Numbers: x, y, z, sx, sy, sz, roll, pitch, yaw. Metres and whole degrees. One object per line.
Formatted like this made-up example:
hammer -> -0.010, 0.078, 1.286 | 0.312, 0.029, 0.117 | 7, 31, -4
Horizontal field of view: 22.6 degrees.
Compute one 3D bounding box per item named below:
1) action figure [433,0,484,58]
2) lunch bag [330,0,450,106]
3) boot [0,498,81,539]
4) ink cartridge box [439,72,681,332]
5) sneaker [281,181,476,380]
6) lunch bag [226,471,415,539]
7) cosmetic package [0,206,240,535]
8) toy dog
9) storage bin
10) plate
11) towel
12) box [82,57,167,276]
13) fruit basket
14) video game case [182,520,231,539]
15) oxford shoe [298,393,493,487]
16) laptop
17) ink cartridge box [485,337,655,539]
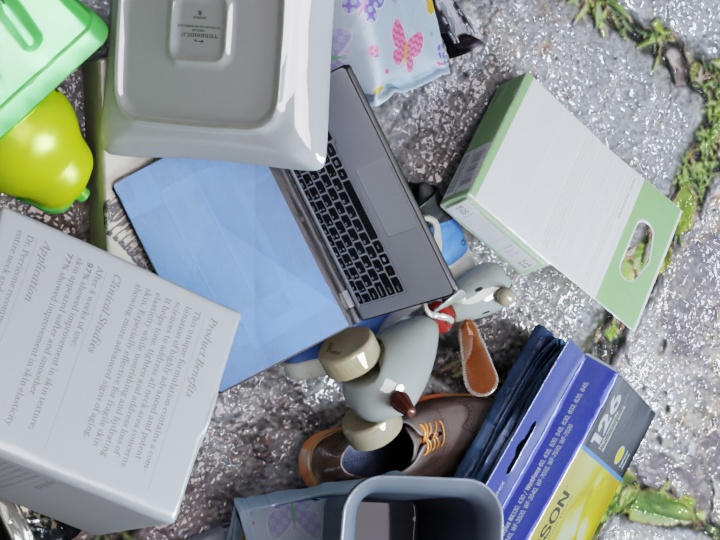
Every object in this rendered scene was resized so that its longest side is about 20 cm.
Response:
action figure -> 0.032, -0.267, 1.507 | 0.129, 0.069, 0.201 | -24, 99, 2
lunch bag -> -0.046, -0.216, 1.422 | 0.127, 0.199, 0.171 | -29, 110, -47
boot -> -0.245, 0.119, 1.448 | 0.153, 0.073, 0.205 | -22, 99, -23
ink cartridge box -> 0.177, -0.055, 1.566 | 0.200, 0.048, 0.146 | 40, 57, -20
sneaker -> -0.001, 0.000, 1.516 | 0.199, 0.077, 0.112 | -33, 111, -19
lunch bag -> -0.020, 0.270, 1.487 | 0.168, 0.127, 0.202 | -9, 106, -18
cosmetic package -> -0.226, 0.081, 1.330 | 0.199, 0.166, 0.169 | 26, 68, -21
toy dog -> 0.058, 0.064, 1.466 | 0.201, 0.096, 0.132 | -54, 128, -12
storage bin -> 0.033, 0.253, 1.362 | 0.144, 0.134, 0.202 | 4, 86, -16
plate -> -0.113, -0.180, 1.340 | 0.032, 0.198, 0.202 | -6, 101, -63
towel -> 0.141, 0.155, 1.579 | 0.201, 0.048, 0.112 | -62, 148, -6
box -> -0.176, -0.071, 1.451 | 0.081, 0.068, 0.202 | -5, 98, -18
fruit basket -> -0.287, -0.137, 1.382 | 0.215, 0.155, 0.217 | -31, 142, -28
video game case -> -0.052, 0.298, 1.559 | 0.181, 0.022, 0.202 | -19, 102, -17
oxford shoe -> 0.049, 0.150, 1.544 | 0.199, 0.073, 0.072 | -16, 91, -29
laptop -> -0.060, -0.027, 1.370 | 0.116, 0.199, 0.188 | -32, 98, -35
ink cartridge box -> 0.175, 0.177, 1.559 | 0.199, 0.047, 0.200 | -60, 154, -5
